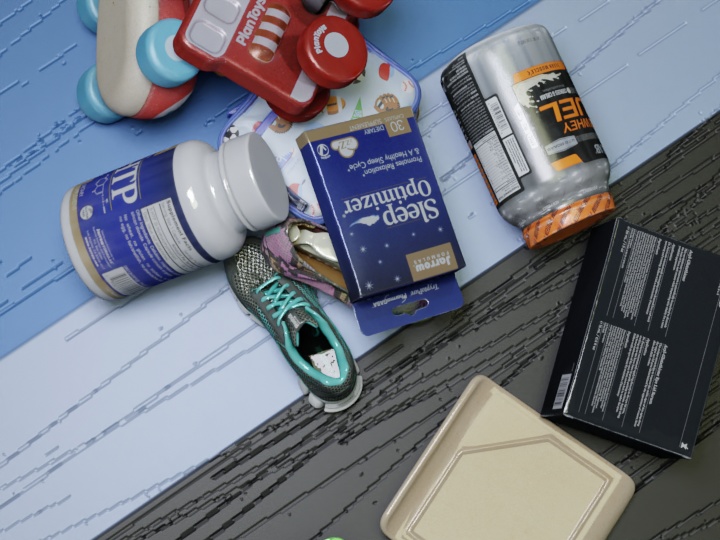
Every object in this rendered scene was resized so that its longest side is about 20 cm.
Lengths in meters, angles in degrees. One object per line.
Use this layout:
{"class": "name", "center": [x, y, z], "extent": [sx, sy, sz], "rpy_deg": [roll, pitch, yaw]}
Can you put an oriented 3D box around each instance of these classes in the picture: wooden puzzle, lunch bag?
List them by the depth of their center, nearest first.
{"class": "wooden puzzle", "center": [0.144, 0.232, 1.681], "extent": [0.199, 0.037, 0.186], "rpy_deg": [35, 80, -1]}
{"class": "lunch bag", "center": [-0.046, -0.144, 1.714], "extent": [0.160, 0.076, 0.200], "rpy_deg": [38, 80, 6]}

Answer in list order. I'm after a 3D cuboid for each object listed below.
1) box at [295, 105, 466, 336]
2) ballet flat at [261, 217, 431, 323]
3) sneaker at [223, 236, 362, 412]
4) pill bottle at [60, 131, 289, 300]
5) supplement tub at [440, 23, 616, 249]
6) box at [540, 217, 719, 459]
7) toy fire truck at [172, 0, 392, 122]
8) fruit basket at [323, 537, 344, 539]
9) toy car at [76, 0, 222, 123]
{"class": "box", "center": [0.025, -0.049, 1.631], "extent": [0.120, 0.032, 0.202], "rpy_deg": [-16, 84, -26]}
{"class": "ballet flat", "center": [0.000, 0.000, 1.664], "extent": [0.198, 0.071, 0.070], "rpy_deg": [22, 72, -17]}
{"class": "sneaker", "center": [-0.063, 0.044, 1.672], "extent": [0.077, 0.091, 0.201], "rpy_deg": [-38, 84, -9]}
{"class": "pill bottle", "center": [-0.176, -0.057, 1.641], "extent": [0.198, 0.120, 0.121], "rpy_deg": [-20, 81, 16]}
{"class": "supplement tub", "center": [0.170, -0.131, 1.695], "extent": [0.122, 0.123, 0.202], "rpy_deg": [-23, 83, -6]}
{"class": "box", "center": [0.275, 0.068, 1.677], "extent": [0.140, 0.079, 0.202], "rpy_deg": [19, 80, -9]}
{"class": "toy fire truck", "center": [-0.071, -0.250, 1.615], "extent": [0.167, 0.112, 0.201], "rpy_deg": [29, 63, -15]}
{"class": "fruit basket", "center": [-0.081, 0.347, 1.567], "extent": [0.214, 0.216, 0.157], "rpy_deg": [-19, 82, -5]}
{"class": "toy car", "center": [-0.158, -0.233, 1.700], "extent": [0.198, 0.184, 0.179], "rpy_deg": [4, 79, -30]}
